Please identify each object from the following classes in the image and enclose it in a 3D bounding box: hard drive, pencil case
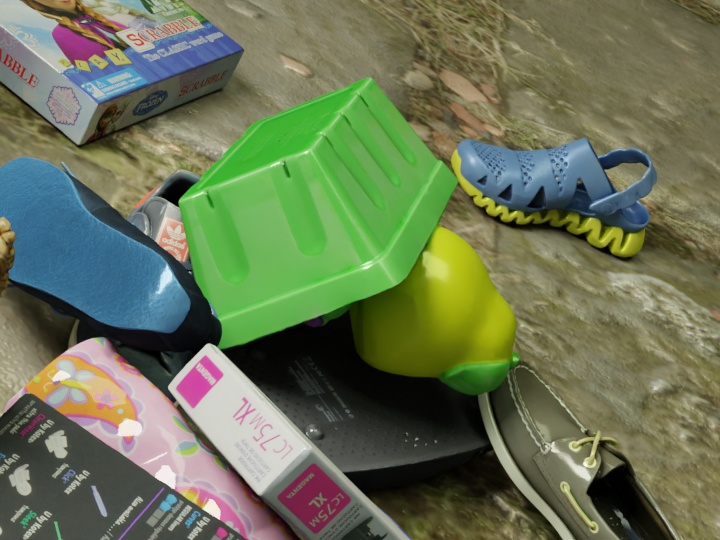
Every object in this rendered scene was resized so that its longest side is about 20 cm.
[{"bbox_3d":[-0.001,0.081,1.044,0.200,0.042,0.135,-5,47,-46],"label":"hard drive"},{"bbox_3d":[-0.099,0.126,0.858,0.200,0.087,0.087,42,32,17],"label":"pencil case"}]

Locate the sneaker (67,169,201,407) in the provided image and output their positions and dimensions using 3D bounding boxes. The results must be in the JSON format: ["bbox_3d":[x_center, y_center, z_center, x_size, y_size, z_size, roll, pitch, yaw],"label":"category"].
[{"bbox_3d":[-0.125,0.008,1.000,0.075,0.085,0.200,22,32,-16],"label":"sneaker"}]

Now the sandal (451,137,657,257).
[{"bbox_3d":[0.169,-0.080,1.384,0.200,0.087,0.080,12,38,-26],"label":"sandal"}]

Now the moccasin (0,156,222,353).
[{"bbox_3d":[-0.155,0.002,0.940,0.200,0.080,0.068,38,-2,42],"label":"moccasin"}]

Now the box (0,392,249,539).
[{"bbox_3d":[-0.114,0.171,0.739,0.200,0.122,0.106,33,31,4],"label":"box"}]

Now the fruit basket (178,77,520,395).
[{"bbox_3d":[0.000,0.000,1.024,0.216,0.155,0.216,51,28,-41],"label":"fruit basket"}]

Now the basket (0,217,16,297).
[{"bbox_3d":[-0.258,0.053,0.702,0.143,0.200,0.149,28,33,9],"label":"basket"}]

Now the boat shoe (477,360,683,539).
[{"bbox_3d":[0.146,0.137,1.036,0.072,0.060,0.202,-14,68,-49],"label":"boat shoe"}]

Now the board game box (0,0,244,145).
[{"bbox_3d":[-0.219,-0.191,1.242,0.199,0.041,0.200,38,31,11],"label":"board game box"}]

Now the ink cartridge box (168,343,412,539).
[{"bbox_3d":[-0.011,0.131,0.876,0.200,0.042,0.119,46,-4,-37],"label":"ink cartridge box"}]
